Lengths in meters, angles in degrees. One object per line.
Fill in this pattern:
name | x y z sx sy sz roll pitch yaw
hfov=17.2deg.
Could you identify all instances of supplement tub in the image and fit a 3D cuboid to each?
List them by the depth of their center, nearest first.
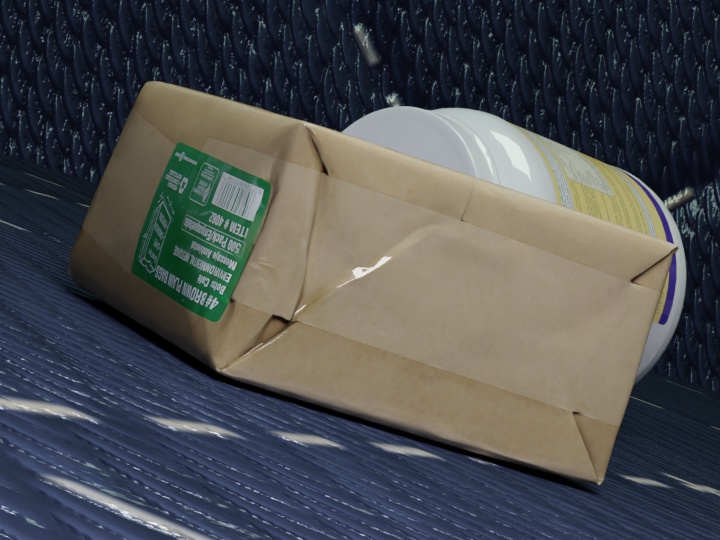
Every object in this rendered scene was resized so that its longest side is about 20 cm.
supplement tub | 0.073 -0.007 1.313 0.145 0.146 0.200 20 2 40

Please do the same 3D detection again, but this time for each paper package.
paper package | 0.000 0.000 0.989 0.190 0.104 0.200 17 3 -25
